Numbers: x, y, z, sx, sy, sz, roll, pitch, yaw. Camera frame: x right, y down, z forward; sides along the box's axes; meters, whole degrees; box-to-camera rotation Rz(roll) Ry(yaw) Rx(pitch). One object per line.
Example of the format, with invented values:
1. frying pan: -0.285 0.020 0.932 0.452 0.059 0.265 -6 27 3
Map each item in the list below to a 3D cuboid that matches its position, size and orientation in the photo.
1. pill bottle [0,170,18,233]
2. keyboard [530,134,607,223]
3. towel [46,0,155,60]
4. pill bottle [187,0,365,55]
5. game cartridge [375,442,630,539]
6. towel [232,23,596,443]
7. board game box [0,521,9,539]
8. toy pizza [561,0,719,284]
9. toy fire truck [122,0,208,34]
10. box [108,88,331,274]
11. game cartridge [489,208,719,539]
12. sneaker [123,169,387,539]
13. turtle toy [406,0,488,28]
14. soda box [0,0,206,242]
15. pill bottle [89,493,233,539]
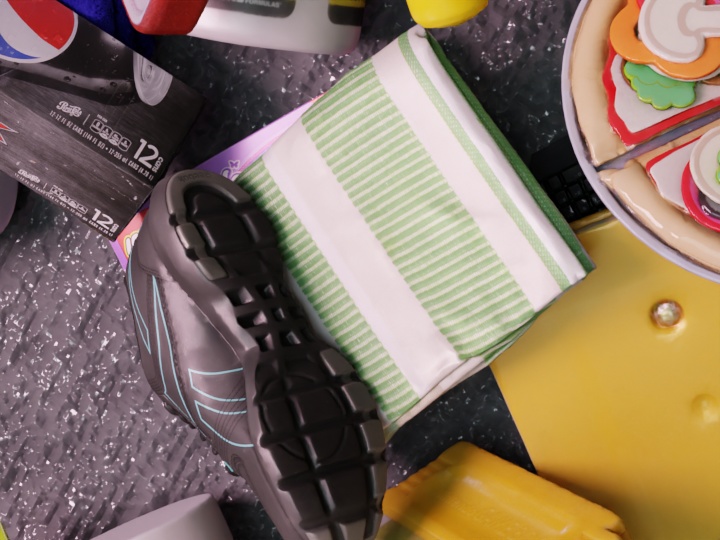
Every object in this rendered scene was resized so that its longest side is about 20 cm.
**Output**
1. pill bottle: -0.298 -0.046 0.893 0.199 0.114 0.115 -14 93 21
2. keyboard: 0.185 -0.038 0.779 0.200 0.021 0.127 -27 88 21
3. towel: -0.203 -0.167 0.832 0.199 0.148 0.050 24 65 11
4. pill bottle: -0.041 -0.209 0.783 0.111 0.111 0.201 13 101 17
5. game cartridge: 0.007 0.155 0.729 0.200 0.176 0.033 -35 107 -15
6. towel: 0.000 0.000 0.780 0.200 0.023 0.153 -42 75 31
7. board game box: -0.164 0.240 0.850 0.047 0.102 0.200 -23 57 -14
8. toy pizza: 0.188 -0.086 0.715 0.199 0.032 0.201 -2 69 5
9. toy fire truck: -0.093 -0.222 0.693 0.168 0.112 0.200 -54 53 45
10. box: -0.019 -0.010 0.842 0.200 0.039 0.137 -27 89 21
11. game cartridge: 0.162 0.059 0.775 0.176 0.032 0.201 -21 103 16
12. sneaker: -0.053 0.052 0.776 0.079 0.075 0.200 -42 66 41
13. turtle toy: 0.055 -0.185 0.710 0.101 0.200 0.146 -8 111 31
14. soda box: -0.181 -0.102 0.804 0.200 0.063 0.071 33 148 -11
15. pill bottle: -0.082 0.227 0.856 0.114 0.114 0.201 -23 90 20
